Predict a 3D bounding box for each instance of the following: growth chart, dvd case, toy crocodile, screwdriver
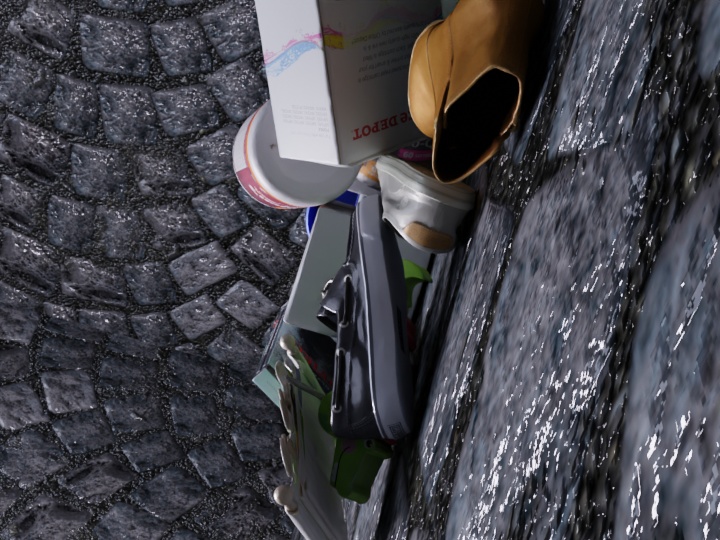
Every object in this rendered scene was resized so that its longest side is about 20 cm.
[{"bbox_3d":[-0.038,0.140,0.786,0.200,0.018,0.145,-96,-16,-56],"label":"growth chart"},{"bbox_3d":[-0.037,0.114,0.995,0.022,0.146,0.200,-40,10,15],"label":"dvd case"},{"bbox_3d":[0.015,0.086,0.808,0.068,0.062,0.200,46,-129,-55],"label":"toy crocodile"},{"bbox_3d":[-0.016,0.111,0.829,0.200,0.029,0.028,49,-132,-65],"label":"screwdriver"}]

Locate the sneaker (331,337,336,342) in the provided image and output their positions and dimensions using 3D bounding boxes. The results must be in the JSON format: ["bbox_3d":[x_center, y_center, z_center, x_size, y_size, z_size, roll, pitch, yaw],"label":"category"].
[{"bbox_3d":[-0.005,0.080,1.196,0.200,0.075,0.114,-63,-10,-46],"label":"sneaker"}]

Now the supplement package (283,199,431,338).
[{"bbox_3d":[0.000,0.000,1.020,0.200,0.117,0.117,-91,19,-83],"label":"supplement package"}]

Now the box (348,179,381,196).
[{"bbox_3d":[0.042,-0.182,1.147,0.097,0.124,0.200,-73,-1,-79],"label":"box"}]

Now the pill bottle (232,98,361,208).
[{"bbox_3d":[-0.070,-0.116,1.003,0.200,0.109,0.110,-170,96,-77],"label":"pill bottle"}]

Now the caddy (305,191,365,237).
[{"bbox_3d":[0.007,-0.097,1.353,0.105,0.141,0.200,-63,-11,-72],"label":"caddy"}]

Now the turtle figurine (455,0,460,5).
[{"bbox_3d":[0.061,-0.270,0.773,0.200,0.144,0.194,-52,7,40],"label":"turtle figurine"}]

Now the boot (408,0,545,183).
[{"bbox_3d":[0.064,-0.110,0.664,0.201,0.071,0.144,115,172,-56],"label":"boot"}]

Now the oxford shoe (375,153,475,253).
[{"bbox_3d":[0.044,-0.053,0.784,0.200,0.075,0.058,-107,35,-78],"label":"oxford shoe"}]

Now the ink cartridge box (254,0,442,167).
[{"bbox_3d":[-0.006,-0.202,0.838,0.146,0.083,0.200,-25,-63,-41],"label":"ink cartridge box"}]

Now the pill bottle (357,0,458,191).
[{"bbox_3d":[0.051,-0.182,0.990,0.116,0.116,0.200,-76,1,-46],"label":"pill bottle"}]

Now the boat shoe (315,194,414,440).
[{"bbox_3d":[-0.001,0.034,0.752,0.070,0.066,0.200,56,-155,-60],"label":"boat shoe"}]
